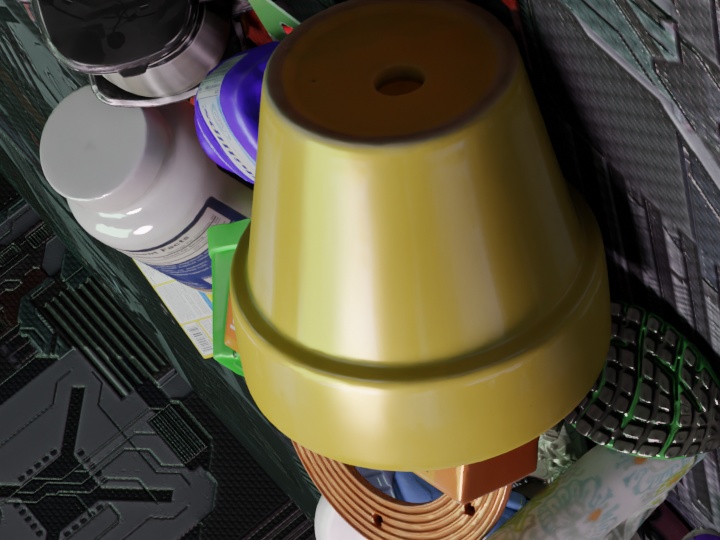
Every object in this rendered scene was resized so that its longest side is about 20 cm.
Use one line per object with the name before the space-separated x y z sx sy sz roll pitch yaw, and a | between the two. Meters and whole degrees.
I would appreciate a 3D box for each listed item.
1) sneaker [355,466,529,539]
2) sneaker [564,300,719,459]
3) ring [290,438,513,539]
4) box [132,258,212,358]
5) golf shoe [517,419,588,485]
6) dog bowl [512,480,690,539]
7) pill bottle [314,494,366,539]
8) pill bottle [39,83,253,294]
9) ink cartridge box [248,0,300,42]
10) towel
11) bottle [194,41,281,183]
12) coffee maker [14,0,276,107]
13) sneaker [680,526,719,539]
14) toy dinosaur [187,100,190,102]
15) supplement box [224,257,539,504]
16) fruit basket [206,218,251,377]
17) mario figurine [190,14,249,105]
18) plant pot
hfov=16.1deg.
sneaker | 0.070 0.166 1.671 0.200 0.082 0.074 51 170 -6
sneaker | 0.141 0.047 1.435 0.085 0.078 0.200 10 -166 -42
ring | 0.021 0.073 1.492 0.200 0.019 0.201 21 120 43
box | -0.061 -0.011 1.902 0.200 0.048 0.117 -15 122 31
golf shoe | 0.113 0.075 1.610 0.078 0.097 0.200 10 157 11
dog bowl | 0.187 0.210 1.764 0.200 0.074 0.200 50 171 11
pill bottle | 0.049 0.144 1.812 0.109 0.109 0.200 52 -148 -8
pill bottle | -0.132 -0.059 1.735 0.111 0.111 0.200 46 -173 28
ink cartridge box | 0.013 -0.093 1.520 0.146 0.048 0.200 40 164 47
towel | 0.129 0.156 1.538 0.048 0.171 0.200 47 169 13
bottle | -0.059 -0.091 1.525 0.084 0.065 0.200 52 171 -10
coffee maker | -0.154 -0.199 1.547 0.192 0.135 0.200 52 -179 5
sneaker | 0.258 0.239 1.591 0.099 0.070 0.200 28 160 51
toy dinosaur | -0.117 -0.110 1.961 0.200 0.086 0.136 20 140 61
supplement box | 0.011 0.051 1.428 0.200 0.069 0.067 32 129 39
fruit basket | 0.000 0.000 1.708 0.155 0.216 0.216 -8 127 41
mario figurine | -0.145 -0.142 1.846 0.200 0.106 0.124 9 94 63
plant pot | 0.026 -0.030 1.316 0.201 0.201 0.189 43 152 41
